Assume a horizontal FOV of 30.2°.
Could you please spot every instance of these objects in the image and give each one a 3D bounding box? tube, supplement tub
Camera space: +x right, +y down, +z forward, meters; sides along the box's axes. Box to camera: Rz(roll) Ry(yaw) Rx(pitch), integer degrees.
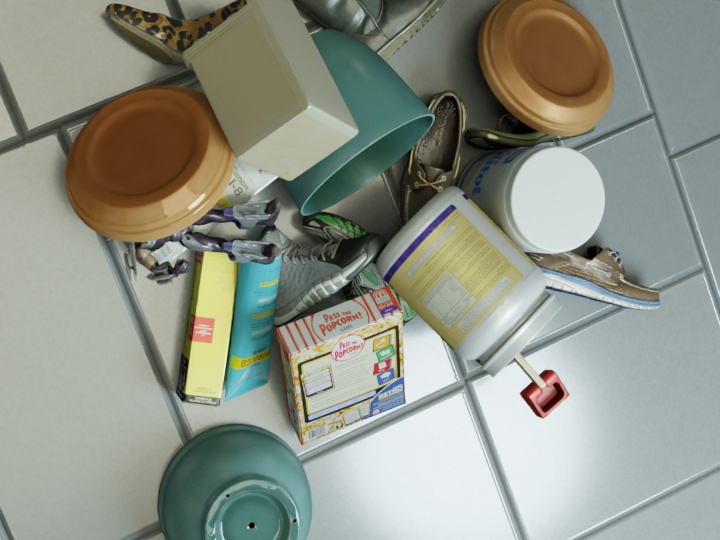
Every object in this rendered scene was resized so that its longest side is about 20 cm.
[{"bbox_3d":[-0.133,0.065,1.651,0.077,0.050,0.202,-17,126,-41],"label":"tube"},{"bbox_3d":[0.209,-0.089,1.687,0.130,0.200,0.134,0,92,-17],"label":"supplement tub"},{"bbox_3d":[0.132,0.015,1.615,0.145,0.145,0.200,-44,84,-8],"label":"supplement tub"}]

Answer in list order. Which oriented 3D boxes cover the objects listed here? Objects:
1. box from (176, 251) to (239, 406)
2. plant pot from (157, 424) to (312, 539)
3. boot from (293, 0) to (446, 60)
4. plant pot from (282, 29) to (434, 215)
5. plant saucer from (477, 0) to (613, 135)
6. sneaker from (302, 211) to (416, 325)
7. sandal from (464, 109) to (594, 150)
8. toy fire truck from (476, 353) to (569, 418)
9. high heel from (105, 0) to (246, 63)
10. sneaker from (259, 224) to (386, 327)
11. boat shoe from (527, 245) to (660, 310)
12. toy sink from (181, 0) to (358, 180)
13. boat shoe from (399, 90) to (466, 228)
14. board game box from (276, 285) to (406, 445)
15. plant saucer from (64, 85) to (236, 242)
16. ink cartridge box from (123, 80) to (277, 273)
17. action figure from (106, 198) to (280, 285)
[{"bbox_3d":[-0.189,0.063,1.658,0.050,0.075,0.202,8,94,-15],"label":"box"},{"bbox_3d":[-0.145,0.303,1.660,0.198,0.134,0.203,-1,95,-16],"label":"plant pot"},{"bbox_3d":[-0.002,-0.370,1.683,0.182,0.073,0.200,-43,97,-10],"label":"boot"},{"bbox_3d":[-0.036,-0.191,1.621,0.200,0.201,0.162,-35,83,-10],"label":"plant pot"},{"bbox_3d":[0.245,-0.271,1.717,0.198,0.037,0.202,10,65,-23],"label":"plant saucer"},{"bbox_3d":[0.000,0.000,1.703,0.200,0.078,0.085,43,84,-15],"label":"sneaker"},{"bbox_3d":[0.217,-0.191,1.742,0.199,0.080,0.058,-12,97,-32],"label":"sandal"},{"bbox_3d":[0.174,0.092,1.725,0.049,0.141,0.201,-40,104,-9],"label":"toy fire truck"},{"bbox_3d":[-0.200,-0.319,1.631,0.199,0.071,0.144,25,81,-18],"label":"high heel"},{"bbox_3d":[-0.069,-0.019,1.645,0.199,0.075,0.116,-35,93,32],"label":"sneaker"},{"bbox_3d":[0.318,0.004,1.794,0.198,0.072,0.073,14,90,-16],"label":"boat shoe"},{"bbox_3d":[-0.111,-0.218,1.488,0.111,0.130,0.201,-32,72,17],"label":"toy sink"},{"bbox_3d":[0.093,-0.132,1.717,0.071,0.060,0.202,15,90,5],"label":"boat shoe"},{"bbox_3d":[-0.020,0.121,1.661,0.150,0.047,0.201,-20,142,-14],"label":"board game box"},{"bbox_3d":[-0.235,-0.126,1.472,0.198,0.038,0.202,-5,60,9],"label":"plant saucer"},{"bbox_3d":[-0.218,-0.116,1.598,0.199,0.145,0.146,-39,103,-10],"label":"ink cartridge box"},{"bbox_3d":[-0.192,-0.049,1.498,0.198,0.069,0.132,1,89,-19],"label":"action figure"}]
